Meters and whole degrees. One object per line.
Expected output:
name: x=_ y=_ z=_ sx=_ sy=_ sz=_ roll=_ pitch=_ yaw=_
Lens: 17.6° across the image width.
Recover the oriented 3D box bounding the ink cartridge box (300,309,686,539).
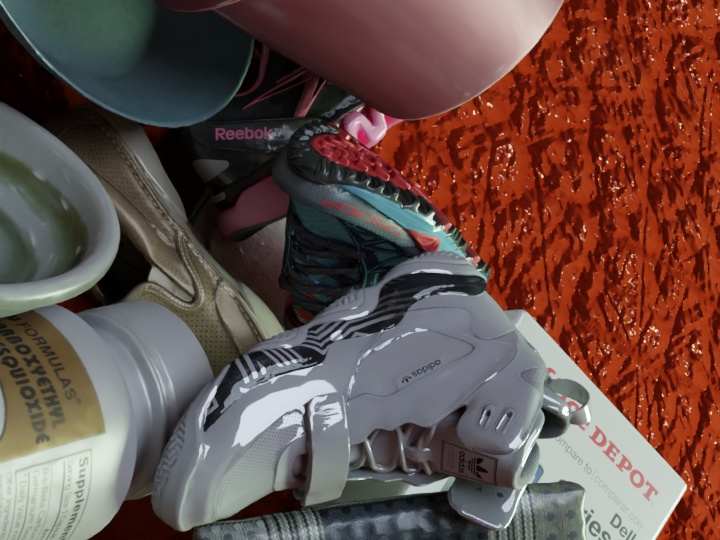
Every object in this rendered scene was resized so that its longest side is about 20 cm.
ink cartridge box: x=0.055 y=0.140 z=1.194 sx=0.145 sy=0.087 sz=0.200 roll=47 pitch=61 yaw=-20

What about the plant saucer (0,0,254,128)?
plant saucer: x=-0.131 y=-0.156 z=1.113 sx=0.201 sy=0.039 sz=0.201 roll=30 pitch=49 yaw=-42

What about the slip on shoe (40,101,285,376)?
slip on shoe: x=-0.099 y=0.012 z=1.131 sx=0.061 sy=0.076 sz=0.200 roll=-34 pitch=96 yaw=-51

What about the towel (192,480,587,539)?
towel: x=0.018 y=0.201 z=1.103 sx=0.192 sy=0.035 sz=0.200 roll=-6 pitch=105 yaw=-14

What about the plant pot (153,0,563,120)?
plant pot: x=-0.002 y=-0.174 z=1.085 sx=0.179 sy=0.200 sz=0.200 roll=42 pitch=49 yaw=-32

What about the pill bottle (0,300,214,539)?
pill bottle: x=-0.163 y=0.073 z=1.018 sx=0.200 sy=0.114 sz=0.114 roll=-14 pitch=84 yaw=-46

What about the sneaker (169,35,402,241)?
sneaker: x=-0.018 y=-0.104 z=1.195 sx=0.200 sy=0.079 sz=0.095 roll=-40 pitch=93 yaw=-30

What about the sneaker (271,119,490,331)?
sneaker: x=0.000 y=0.000 z=1.139 sx=0.096 sy=0.079 sz=0.200 roll=-50 pitch=152 yaw=-1

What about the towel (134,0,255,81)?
towel: x=-0.138 y=-0.171 z=1.186 sx=0.200 sy=0.049 sz=0.112 roll=27 pitch=57 yaw=-34

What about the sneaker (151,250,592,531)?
sneaker: x=0.009 y=0.075 z=1.046 sx=0.200 sy=0.075 sz=0.115 roll=-33 pitch=58 yaw=-29

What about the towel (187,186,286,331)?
towel: x=-0.009 y=0.012 z=1.250 sx=0.200 sy=0.034 sz=0.133 roll=45 pitch=49 yaw=-22

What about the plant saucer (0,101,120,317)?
plant saucer: x=-0.205 y=-0.028 z=1.002 sx=0.200 sy=0.050 sz=0.200 roll=20 pitch=26 yaw=-10
